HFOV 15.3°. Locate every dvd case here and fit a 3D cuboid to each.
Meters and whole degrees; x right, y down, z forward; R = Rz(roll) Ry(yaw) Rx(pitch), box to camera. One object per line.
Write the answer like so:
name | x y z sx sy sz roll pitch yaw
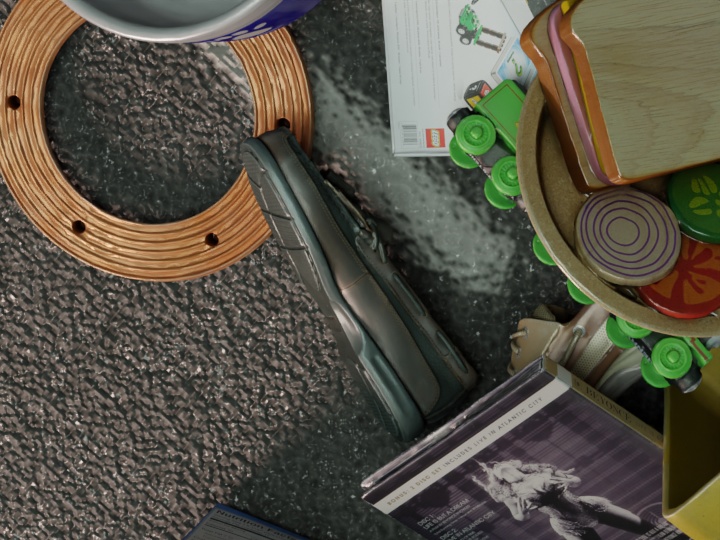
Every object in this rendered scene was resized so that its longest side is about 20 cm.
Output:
dvd case | 0.122 0.134 1.494 0.200 0.016 0.149 33 129 -26

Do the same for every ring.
ring | -0.122 -0.092 1.562 0.199 0.019 0.201 3 103 13

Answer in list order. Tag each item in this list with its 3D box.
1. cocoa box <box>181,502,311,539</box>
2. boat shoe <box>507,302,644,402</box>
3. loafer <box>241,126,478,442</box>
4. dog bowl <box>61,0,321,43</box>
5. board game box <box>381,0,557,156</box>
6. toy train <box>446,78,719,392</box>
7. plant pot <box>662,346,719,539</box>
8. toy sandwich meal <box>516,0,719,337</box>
cocoa box | -0.072 0.264 1.578 0.133 0.131 0.201 20 108 8
boat shoe | 0.118 0.051 1.514 0.200 0.076 0.072 -44 87 10
loafer | 0.000 0.000 1.532 0.063 0.072 0.201 -31 106 -12
dog bowl | -0.091 -0.225 1.466 0.199 0.079 0.201 2 94 24
board game box | 0.074 -0.165 1.486 0.126 0.035 0.201 0 104 15
toy train | 0.125 -0.020 1.456 0.056 0.042 0.200 -40 84 -13
plant pot | 0.292 0.087 1.422 0.176 0.200 0.200 44 109 -10
toy sandwich meal | 0.174 -0.066 1.423 0.204 0.070 0.206 5 71 -16
